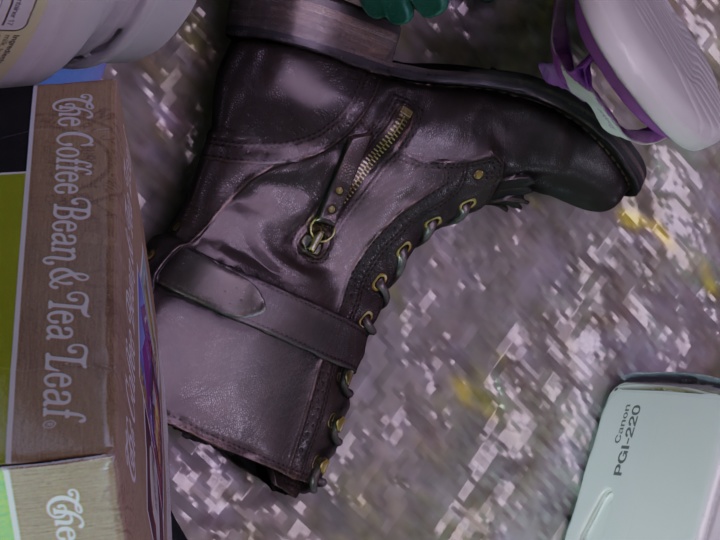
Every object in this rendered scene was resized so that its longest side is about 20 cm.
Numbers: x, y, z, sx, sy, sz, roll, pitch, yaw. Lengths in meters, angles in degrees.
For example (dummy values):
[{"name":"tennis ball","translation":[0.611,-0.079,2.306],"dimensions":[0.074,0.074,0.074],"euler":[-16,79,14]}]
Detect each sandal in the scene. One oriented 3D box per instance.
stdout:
[{"name":"sandal","translation":[0.092,-0.077,0.831],"dimensions":[0.050,0.203,0.083],"euler":[-35,95,14]}]

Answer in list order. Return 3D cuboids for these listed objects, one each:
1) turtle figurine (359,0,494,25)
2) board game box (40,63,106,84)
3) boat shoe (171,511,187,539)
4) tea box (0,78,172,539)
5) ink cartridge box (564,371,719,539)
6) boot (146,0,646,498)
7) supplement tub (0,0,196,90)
[{"name":"turtle figurine","translation":[0.060,-0.168,0.851],"dimensions":[0.101,0.150,0.200],"euler":[34,35,0]},{"name":"board game box","translation":[-0.173,-0.108,0.758],"dimensions":[0.158,0.039,0.200],"euler":[-34,109,-32]},{"name":"boat shoe","translation":[-0.097,0.095,0.785],"dimensions":[0.076,0.060,0.200],"euler":[-48,112,-21]},{"name":"tea box","translation":[-0.151,0.056,0.605],"dimensions":[0.196,0.200,0.134],"euler":[-6,120,-2]},{"name":"ink cartridge box","translation":[0.182,0.141,0.935],"dimensions":[0.200,0.085,0.146],"euler":[22,79,-26]},{"name":"boot","translation":[0.000,0.000,0.849],"dimensions":[0.200,0.069,0.174],"euler":[19,86,-25]},{"name":"supplement tub","translation":[-0.154,-0.121,0.656],"dimensions":[0.200,0.145,0.145],"euler":[-3,92,-37]}]
